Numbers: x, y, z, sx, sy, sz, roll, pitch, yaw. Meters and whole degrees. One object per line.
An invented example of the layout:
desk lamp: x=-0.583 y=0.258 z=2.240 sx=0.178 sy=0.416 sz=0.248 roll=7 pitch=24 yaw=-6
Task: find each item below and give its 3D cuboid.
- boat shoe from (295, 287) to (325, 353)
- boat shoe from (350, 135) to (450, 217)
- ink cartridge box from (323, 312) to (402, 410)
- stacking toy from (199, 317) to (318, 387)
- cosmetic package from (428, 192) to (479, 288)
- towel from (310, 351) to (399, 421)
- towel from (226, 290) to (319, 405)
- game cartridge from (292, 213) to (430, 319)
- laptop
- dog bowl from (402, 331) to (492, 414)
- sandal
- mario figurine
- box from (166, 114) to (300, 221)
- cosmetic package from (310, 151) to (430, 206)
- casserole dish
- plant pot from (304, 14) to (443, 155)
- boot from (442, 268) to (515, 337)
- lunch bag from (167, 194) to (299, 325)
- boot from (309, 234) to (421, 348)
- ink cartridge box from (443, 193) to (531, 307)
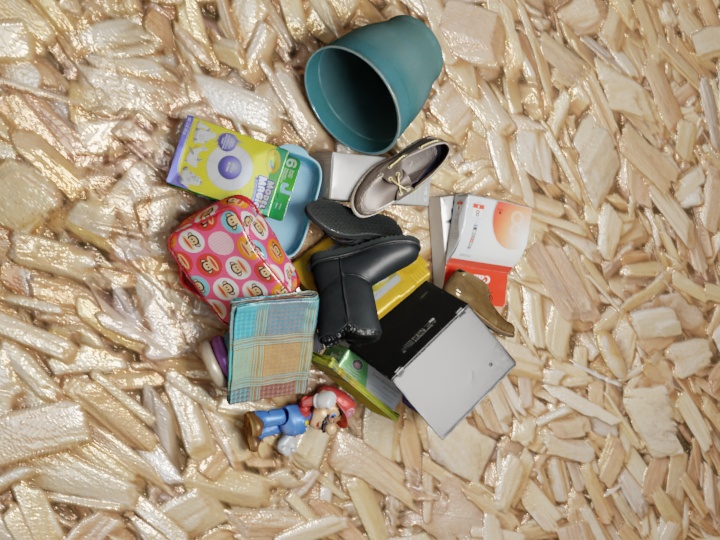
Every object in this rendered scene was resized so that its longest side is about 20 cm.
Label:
boat shoe: x=-0.126 y=0.073 z=1.371 sx=0.063 sy=0.073 sz=0.201 roll=-39 pitch=116 yaw=-21
boat shoe: x=0.069 y=-0.158 z=1.333 sx=0.200 sy=0.059 sz=0.072 roll=-38 pitch=111 yaw=-19
ink cartridge box: x=0.044 y=0.128 z=1.453 sx=0.145 sy=0.087 sz=0.201 roll=38 pitch=77 yaw=-21
stacking toy: x=-0.163 y=0.115 z=1.321 sx=0.199 sy=0.085 sz=0.086 roll=-26 pitch=107 yaw=-5
cosmetic package: x=0.182 y=-0.045 z=1.526 sx=0.082 sy=0.051 sz=0.202 roll=-9 pitch=100 yaw=-25
towel: x=-0.015 y=0.200 z=1.377 sx=0.200 sy=0.086 sz=0.018 roll=45 pitch=72 yaw=-34
towel: x=-0.142 y=0.127 z=1.278 sx=0.146 sy=0.022 sz=0.201 roll=-6 pitch=122 yaw=-23
game cartridge: x=0.000 y=0.000 z=1.395 sx=0.200 sy=0.032 sz=0.176 roll=-39 pitch=74 yaw=-17
laptop: x=0.122 y=0.145 z=1.361 sx=0.187 sy=0.200 sz=0.116 roll=-42 pitch=129 yaw=-15
dog bowl: x=0.160 y=0.179 z=1.458 sx=0.079 sy=0.200 sz=0.201 roll=30 pitch=79 yaw=17
sandal: x=-0.013 y=-0.069 z=1.352 sx=0.199 sy=0.076 sz=0.048 roll=11 pitch=132 yaw=-37
mario figurine: x=-0.098 y=0.269 z=1.383 sx=0.199 sy=0.123 sz=0.107 roll=-13 pitch=89 yaw=-21
box: x=-0.203 y=-0.162 z=1.291 sx=0.199 sy=0.048 sz=0.118 roll=18 pitch=88 yaw=-12
cosmetic package: x=0.015 y=-0.160 z=1.398 sx=0.199 sy=0.107 sz=0.091 roll=5 pitch=94 yaw=-29
casserole dish: x=-0.137 y=-0.113 z=1.343 sx=0.120 sy=0.039 sz=0.201 roll=17 pitch=87 yaw=0
plant pot: x=0.039 y=-0.332 z=1.352 sx=0.188 sy=0.199 sz=0.201 roll=-45 pitch=114 yaw=-32
boot: x=0.233 y=0.065 z=1.489 sx=0.199 sy=0.073 sz=0.076 roll=32 pitch=85 yaw=-33
lunch bag: x=-0.213 y=-0.007 z=1.284 sx=0.175 sy=0.082 sz=0.201 roll=-22 pitch=112 yaw=22
boot: x=0.017 y=0.038 z=1.320 sx=0.199 sy=0.077 sz=0.169 roll=-11 pitch=63 yaw=-2
ink cartridge box: x=0.239 y=-0.035 z=1.503 sx=0.161 sy=0.050 sz=0.202 roll=8 pitch=88 yaw=-31
